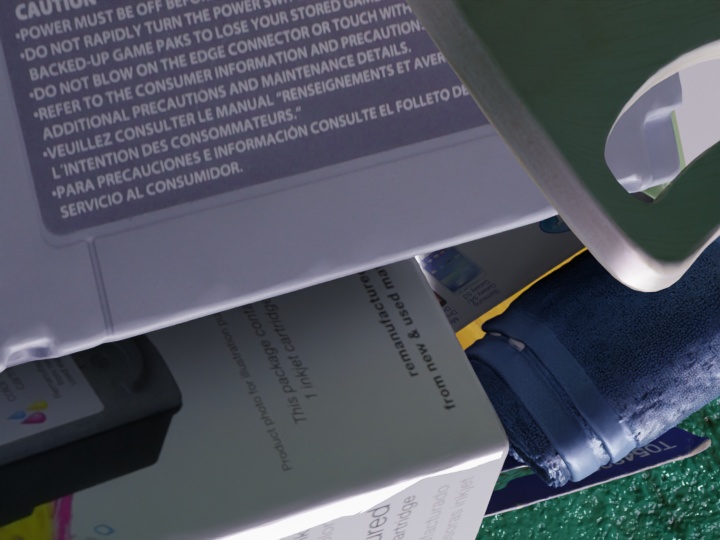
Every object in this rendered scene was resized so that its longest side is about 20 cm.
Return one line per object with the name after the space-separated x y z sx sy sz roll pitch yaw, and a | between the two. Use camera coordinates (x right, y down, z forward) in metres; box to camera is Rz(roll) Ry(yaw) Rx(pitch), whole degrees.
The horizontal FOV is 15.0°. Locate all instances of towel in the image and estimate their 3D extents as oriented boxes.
0.119 -0.011 0.800 0.199 0.049 0.112 -33 -174 -4 | towel

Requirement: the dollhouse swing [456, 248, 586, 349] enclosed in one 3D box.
0.000 0.000 0.913 0.176 0.182 0.200 -46 -177 -39 | dollhouse swing

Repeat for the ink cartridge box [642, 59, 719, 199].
0.140 -0.123 0.732 0.199 0.146 0.048 -26 -150 -17 | ink cartridge box

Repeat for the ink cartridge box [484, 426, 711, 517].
0.012 0.052 1.153 0.199 0.041 0.200 -14 -159 -28 | ink cartridge box

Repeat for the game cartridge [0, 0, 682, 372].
-0.024 -0.062 0.604 0.199 0.134 0.041 -15 -169 -28 | game cartridge

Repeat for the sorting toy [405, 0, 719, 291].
0.052 -0.091 0.541 0.199 0.181 0.107 -20 167 -34 | sorting toy

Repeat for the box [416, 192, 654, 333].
0.006 -0.043 0.770 0.119 0.042 0.200 -34 135 18 | box

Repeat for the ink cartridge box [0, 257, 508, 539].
-0.079 0.073 0.656 0.199 0.086 0.148 -17 150 -21 | ink cartridge box
